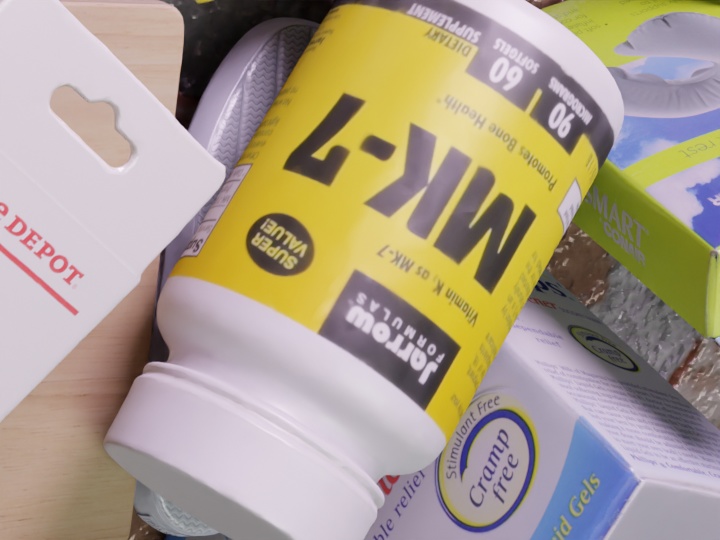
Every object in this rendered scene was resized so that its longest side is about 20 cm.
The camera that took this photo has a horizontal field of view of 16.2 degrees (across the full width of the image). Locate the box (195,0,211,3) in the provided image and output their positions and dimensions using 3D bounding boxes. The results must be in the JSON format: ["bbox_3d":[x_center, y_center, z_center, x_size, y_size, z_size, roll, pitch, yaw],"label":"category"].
[{"bbox_3d":[0.024,-0.170,0.857,0.200,0.048,0.117,-11,129,6],"label":"box"}]

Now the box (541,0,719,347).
[{"bbox_3d":[0.139,-0.046,0.971,0.122,0.200,0.048,-20,130,-22],"label":"box"}]

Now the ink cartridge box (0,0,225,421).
[{"bbox_3d":[-0.151,-0.001,0.766,0.200,0.067,0.117,-45,135,-1],"label":"ink cartridge box"}]

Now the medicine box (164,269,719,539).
[{"bbox_3d":[0.040,0.104,1.010,0.103,0.200,0.182,16,111,-43],"label":"medicine box"}]

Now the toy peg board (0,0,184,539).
[{"bbox_3d":[-0.180,-0.004,0.876,0.200,0.098,0.199,-2,106,-33],"label":"toy peg board"}]

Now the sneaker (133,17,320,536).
[{"bbox_3d":[-0.060,-0.002,0.964,0.073,0.071,0.200,18,88,-36],"label":"sneaker"}]

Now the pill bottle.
[{"bbox_3d":[0.000,0.000,0.891,0.114,0.114,0.200,43,71,-45],"label":"pill bottle"}]
